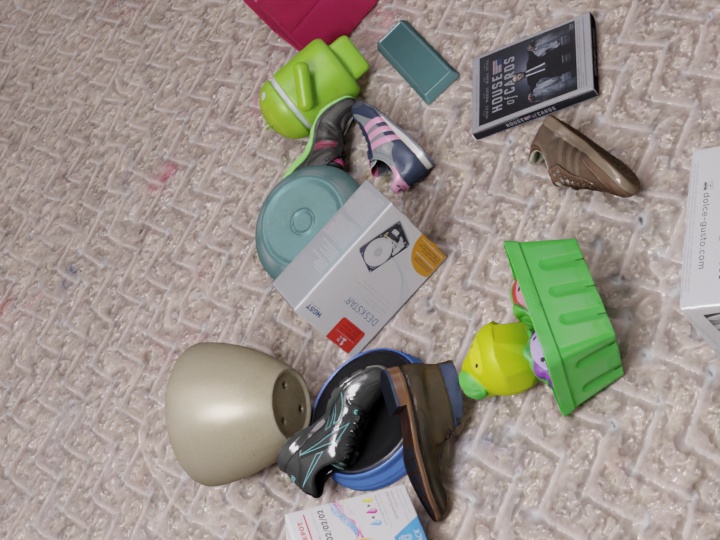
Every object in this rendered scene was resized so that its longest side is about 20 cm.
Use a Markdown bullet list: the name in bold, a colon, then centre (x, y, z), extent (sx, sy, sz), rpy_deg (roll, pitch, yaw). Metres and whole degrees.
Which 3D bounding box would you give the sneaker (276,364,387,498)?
- **sneaker**: centre (-0.020, 0.211, 1.628), extent (0.200, 0.075, 0.079), rpy_deg (-49, 56, 10)

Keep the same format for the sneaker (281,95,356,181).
- **sneaker**: centre (-0.049, -0.184, 1.981), extent (0.083, 0.077, 0.201), rpy_deg (22, 81, 30)

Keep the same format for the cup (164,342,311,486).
- **cup**: centre (-0.153, 0.191, 1.706), extent (0.142, 0.200, 0.202), rpy_deg (-10, 56, 30)

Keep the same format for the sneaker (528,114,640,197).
- **sneaker**: centre (0.299, -0.134, 1.666), extent (0.076, 0.070, 0.200), rpy_deg (-60, 37, 17)

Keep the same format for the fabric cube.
- **fabric cube**: centre (-0.102, -0.514, 2.147), extent (0.200, 0.200, 0.196), rpy_deg (-47, 44, 2)

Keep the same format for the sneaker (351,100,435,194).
- **sneaker**: centre (0.029, -0.192, 1.906), extent (0.082, 0.070, 0.200), rpy_deg (-46, 45, 1)

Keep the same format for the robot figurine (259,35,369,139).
- **robot figurine**: centre (-0.081, -0.298, 2.035), extent (0.200, 0.116, 0.176), rpy_deg (-39, 11, 4)

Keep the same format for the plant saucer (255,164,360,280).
- **plant saucer**: centre (-0.082, -0.070, 1.896), extent (0.198, 0.036, 0.202), rpy_deg (-7, 73, 23)

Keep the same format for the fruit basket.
- **fruit basket**: centre (0.205, 0.081, 1.535), extent (0.213, 0.156, 0.217), rpy_deg (-11, 50, 13)

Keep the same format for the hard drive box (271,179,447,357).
- **hard drive box**: centre (0.000, 0.000, 1.740), extent (0.200, 0.156, 0.077), rpy_deg (-48, 44, 3)

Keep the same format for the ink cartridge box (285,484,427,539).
- **ink cartridge box**: centre (-0.022, 0.346, 1.508), extent (0.198, 0.068, 0.116), rpy_deg (-12, 44, -14)

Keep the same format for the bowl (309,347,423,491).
- **bowl**: centre (0.015, 0.197, 1.676), extent (0.199, 0.039, 0.202), rpy_deg (-21, 51, 27)

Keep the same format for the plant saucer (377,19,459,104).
- **plant saucer**: centre (0.088, -0.343, 2.005), extent (0.070, 0.019, 0.200), rpy_deg (-43, 43, 7)

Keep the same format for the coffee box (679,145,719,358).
- **coffee box**: centre (0.475, -0.011, 1.323), extent (0.196, 0.200, 0.202), rpy_deg (-8, 57, 34)

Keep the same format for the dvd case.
- **dvd case**: centre (0.254, -0.285, 1.824), extent (0.198, 0.025, 0.152), rpy_deg (-17, 51, 29)

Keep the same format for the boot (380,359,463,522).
- **boot**: centre (0.099, 0.209, 1.568), extent (0.096, 0.075, 0.202), rpy_deg (-14, 80, -15)
